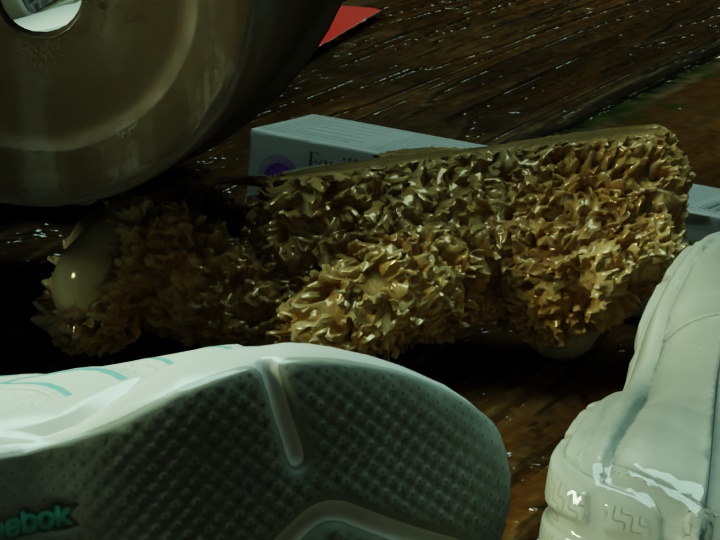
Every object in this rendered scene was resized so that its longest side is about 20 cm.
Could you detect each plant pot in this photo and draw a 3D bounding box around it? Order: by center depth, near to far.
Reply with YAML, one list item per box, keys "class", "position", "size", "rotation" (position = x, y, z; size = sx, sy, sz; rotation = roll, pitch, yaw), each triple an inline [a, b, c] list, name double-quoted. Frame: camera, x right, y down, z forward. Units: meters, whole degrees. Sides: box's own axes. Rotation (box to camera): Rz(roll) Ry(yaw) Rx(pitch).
- class: "plant pot"
  position: [-0.092, -0.100, 0.874]
  size: [0.199, 0.201, 0.174]
  rotation: [2, 21, -4]

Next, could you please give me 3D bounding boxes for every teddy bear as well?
- class: "teddy bear"
  position: [0.000, 0.000, 0.892]
  size: [0.199, 0.067, 0.145]
  rotation: [-8, 7, -15]

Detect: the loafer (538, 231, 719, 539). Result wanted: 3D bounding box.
- class: "loafer"
  position: [0.094, 0.042, 0.723]
  size: [0.069, 0.070, 0.200]
  rotation: [12, 24, 13]

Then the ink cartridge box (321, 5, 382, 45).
- class: "ink cartridge box"
  position: [-0.103, -0.141, 1.431]
  size: [0.199, 0.050, 0.161]
  rotation: [4, 14, 14]

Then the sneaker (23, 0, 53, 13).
- class: "sneaker"
  position: [-0.123, -0.099, 1.265]
  size: [0.199, 0.073, 0.085]
  rotation: [-9, -21, -9]

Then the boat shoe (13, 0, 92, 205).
- class: "boat shoe"
  position: [-0.116, -0.052, 1.050]
  size: [0.199, 0.072, 0.069]
  rotation: [1, 37, -50]

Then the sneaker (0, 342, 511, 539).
- class: "sneaker"
  position: [-0.065, 0.047, 0.659]
  size: [0.199, 0.071, 0.080]
  rotation: [-3, 13, -19]

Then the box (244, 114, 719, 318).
- class: "box"
  position: [0.054, -0.016, 0.985]
  size: [0.199, 0.039, 0.041]
  rotation: [12, 15, 31]

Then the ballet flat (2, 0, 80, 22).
- class: "ballet flat"
  position: [-0.141, -0.119, 1.067]
  size: [0.199, 0.067, 0.067]
  rotation: [-13, 1, -38]
